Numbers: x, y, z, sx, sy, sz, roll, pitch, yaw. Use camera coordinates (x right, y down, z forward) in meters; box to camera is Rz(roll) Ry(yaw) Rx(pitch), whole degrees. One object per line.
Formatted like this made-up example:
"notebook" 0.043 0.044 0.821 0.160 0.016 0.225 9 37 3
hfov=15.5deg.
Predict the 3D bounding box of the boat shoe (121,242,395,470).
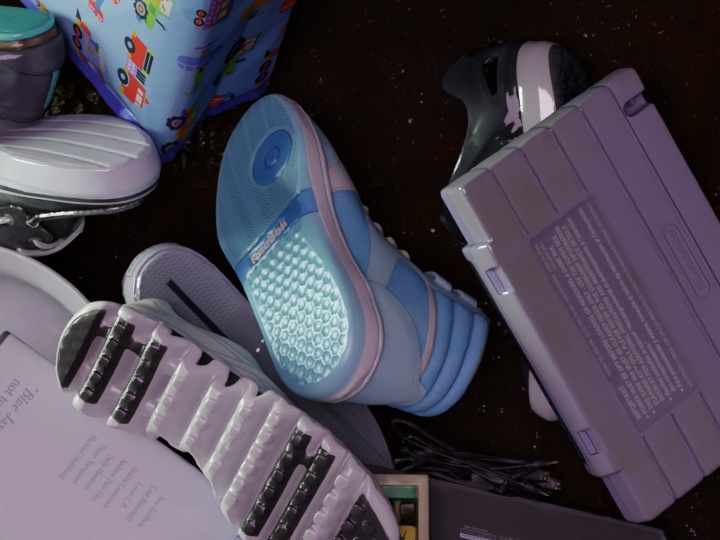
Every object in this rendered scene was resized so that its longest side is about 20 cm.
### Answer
"boat shoe" -0.053 0.063 1.432 0.073 0.067 0.200 -38 99 -12

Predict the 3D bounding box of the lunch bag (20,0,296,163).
"lunch bag" -0.132 -0.184 1.401 0.200 0.094 0.151 40 140 15

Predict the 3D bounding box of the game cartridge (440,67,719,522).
"game cartridge" 0.136 0.013 1.357 0.129 0.038 0.200 -33 100 -20

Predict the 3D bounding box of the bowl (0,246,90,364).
"bowl" -0.207 0.088 1.445 0.200 0.090 0.202 -1 86 10

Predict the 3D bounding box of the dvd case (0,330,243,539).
"dvd case" -0.143 0.144 1.336 0.200 0.018 0.143 36 76 5

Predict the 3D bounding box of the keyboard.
"keyboard" 0.067 0.145 1.411 0.199 0.040 0.104 13 79 -4

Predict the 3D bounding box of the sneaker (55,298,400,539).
"sneaker" -0.057 0.078 1.335 0.200 0.081 0.075 39 109 9

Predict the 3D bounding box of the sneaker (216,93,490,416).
"sneaker" 0.000 0.000 1.419 0.080 0.130 0.200 -42 47 30

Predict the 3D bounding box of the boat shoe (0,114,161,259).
"boat shoe" -0.175 -0.042 1.429 0.200 0.072 0.071 7 114 46

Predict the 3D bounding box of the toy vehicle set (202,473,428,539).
"toy vehicle set" -0.064 0.167 1.359 0.199 0.027 0.125 0 77 -3

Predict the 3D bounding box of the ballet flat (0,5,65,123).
"ballet flat" -0.244 -0.123 1.454 0.200 0.073 0.073 19 95 31

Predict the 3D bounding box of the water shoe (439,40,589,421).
"water shoe" 0.085 -0.020 1.407 0.079 0.071 0.201 -3 86 29
